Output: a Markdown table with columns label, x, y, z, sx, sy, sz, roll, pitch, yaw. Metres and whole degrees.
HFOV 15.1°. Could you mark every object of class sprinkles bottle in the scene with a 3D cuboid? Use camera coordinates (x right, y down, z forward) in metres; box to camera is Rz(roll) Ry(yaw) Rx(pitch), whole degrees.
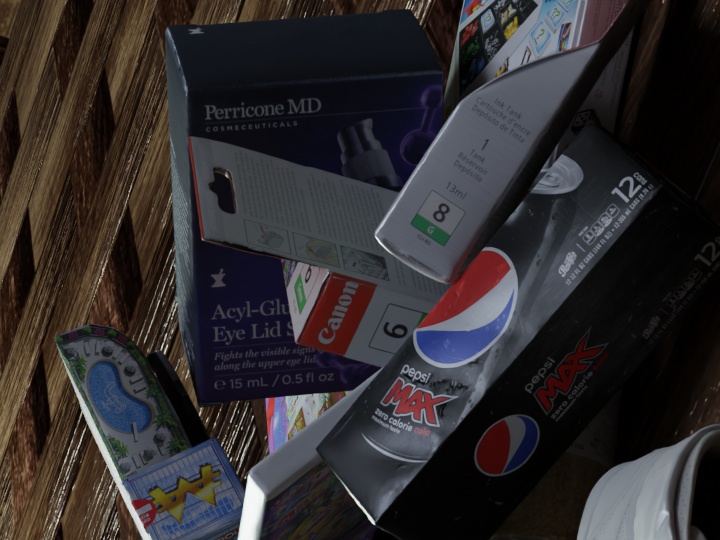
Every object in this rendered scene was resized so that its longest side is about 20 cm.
| label | x | y | z | sx | sy | sz | roll | pitch | yaw |
| --- | --- | --- | --- | --- | --- | --- | --- | --- | --- |
| sprinkles bottle | 0.091 | 0.070 | 1.294 | 0.068 | 0.068 | 0.200 | 141 | 141 | -63 |

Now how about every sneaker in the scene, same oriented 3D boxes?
| label | x | y | z | sx | sy | sz | roll | pitch | yaw |
| --- | --- | --- | --- | --- | --- | --- | --- | --- | --- |
| sneaker | 0.121 | 0.160 | 1.113 | 0.116 | 0.074 | 0.200 | 134 | 148 | -65 |

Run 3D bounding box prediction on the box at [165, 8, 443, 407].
| label | x | y | z | sx | sy | sz | roll | pitch | yaw |
| --- | --- | --- | --- | --- | --- | --- | --- | --- | --- |
| box | -0.032 | -0.037 | 1.549 | 0.104 | 0.148 | 0.200 | -112 | 18 | -63 |

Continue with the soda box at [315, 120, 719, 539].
| label | x | y | z | sx | sy | sz | roll | pitch | yaw |
| --- | --- | --- | --- | --- | --- | --- | --- | --- | --- |
| soda box | 0.075 | 0.035 | 1.228 | 0.200 | 0.071 | 0.063 | -50 | 42 | 7 |

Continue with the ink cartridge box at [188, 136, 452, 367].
| label | x | y | z | sx | sy | sz | roll | pitch | yaw |
| --- | --- | --- | --- | --- | --- | --- | --- | --- | --- |
| ink cartridge box | 0.000 | 0.000 | 1.416 | 0.109 | 0.200 | 0.050 | -102 | 32 | -57 |

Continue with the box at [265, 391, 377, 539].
| label | x | y | z | sx | sy | sz | roll | pitch | yaw |
| --- | --- | --- | --- | --- | --- | --- | --- | --- | --- |
| box | -0.015 | 0.088 | 1.674 | 0.200 | 0.039 | 0.137 | -97 | 27 | -50 |

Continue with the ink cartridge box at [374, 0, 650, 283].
| label | x | y | z | sx | sy | sz | roll | pitch | yaw |
| --- | --- | --- | --- | --- | --- | --- | --- | --- | --- |
| ink cartridge box | 0.082 | -0.086 | 1.301 | 0.200 | 0.050 | 0.161 | -59 | -5 | 3 |

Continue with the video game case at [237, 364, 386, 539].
| label | x | y | z | sx | sy | sz | roll | pitch | yaw |
| --- | --- | --- | --- | --- | --- | --- | --- | --- | --- |
| video game case | -0.004 | 0.100 | 1.359 | 0.143 | 0.018 | 0.200 | -36 | -17 | -20 |

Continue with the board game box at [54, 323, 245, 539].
| label | x | y | z | sx | sy | sz | roll | pitch | yaw |
| --- | --- | --- | --- | --- | --- | --- | --- | --- | --- |
| board game box | -0.104 | 0.125 | 1.557 | 0.200 | 0.062 | 0.200 | 63 | 172 | 14 |

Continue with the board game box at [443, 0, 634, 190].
| label | x | y | z | sx | sy | sz | roll | pitch | yaw |
| --- | --- | --- | --- | --- | --- | --- | --- | --- | --- |
| board game box | 0.094 | -0.108 | 1.489 | 0.200 | 0.035 | 0.126 | 180 | 102 | -73 |
